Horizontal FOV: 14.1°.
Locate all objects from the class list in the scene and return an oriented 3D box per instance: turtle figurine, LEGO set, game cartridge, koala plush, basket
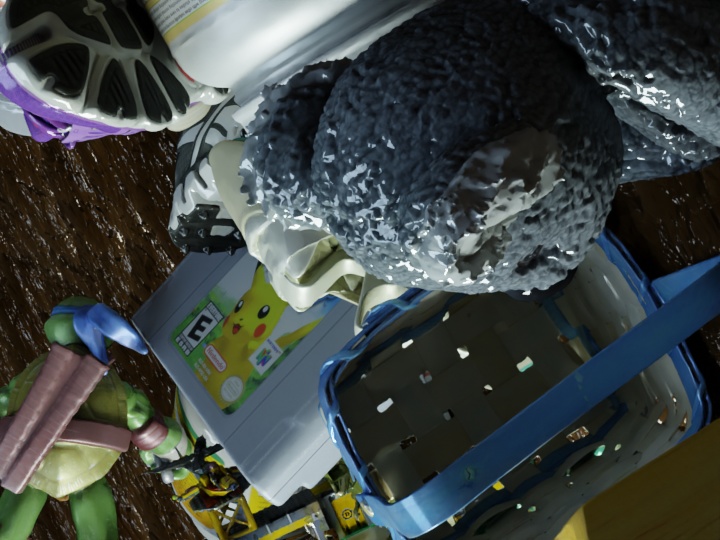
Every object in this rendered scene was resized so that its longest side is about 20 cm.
[{"bbox_3d":[-0.171,0.124,1.644,0.200,0.144,0.194,-20,59,47],"label":"turtle figurine"},{"bbox_3d":[-0.012,0.105,1.550,0.154,0.200,0.116,-112,-1,-70],"label":"LEGO set"},{"bbox_3d":[-0.040,0.026,1.547,0.040,0.133,0.200,45,-179,-36],"label":"game cartridge"},{"bbox_3d":[0.063,-0.063,1.039,0.177,0.200,0.184,29,146,57],"label":"koala plush"},{"bbox_3d":[0.073,0.055,1.259,0.139,0.176,0.200,56,170,1],"label":"basket"}]

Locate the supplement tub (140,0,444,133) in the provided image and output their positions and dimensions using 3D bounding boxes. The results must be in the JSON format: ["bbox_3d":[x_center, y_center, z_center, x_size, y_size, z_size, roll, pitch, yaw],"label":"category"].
[{"bbox_3d":[-0.041,-0.168,1.236,0.200,0.145,0.145,60,162,-2],"label":"supplement tub"}]

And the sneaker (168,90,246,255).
[{"bbox_3d":[-0.051,-0.084,1.509,0.200,0.066,0.091,138,131,-56],"label":"sneaker"}]

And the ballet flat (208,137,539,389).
[{"bbox_3d":[0.000,0.000,1.409,0.200,0.069,0.069,26,150,17],"label":"ballet flat"}]

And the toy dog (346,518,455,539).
[{"bbox_3d":[-0.007,0.228,1.685,0.200,0.194,0.140,-7,122,55],"label":"toy dog"}]

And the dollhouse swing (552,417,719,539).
[{"bbox_3d":[0.154,0.171,1.191,0.176,0.182,0.200,55,160,14],"label":"dollhouse swing"}]

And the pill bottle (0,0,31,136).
[{"bbox_3d":[-0.200,-0.179,1.682,0.112,0.112,0.200,41,155,43],"label":"pill bottle"}]

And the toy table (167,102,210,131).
[{"bbox_3d":[-0.095,-0.166,1.425,0.184,0.117,0.200,48,160,31],"label":"toy table"}]

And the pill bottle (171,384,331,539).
[{"bbox_3d":[-0.058,0.100,1.749,0.113,0.113,0.200,53,161,17],"label":"pill bottle"}]

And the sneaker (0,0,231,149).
[{"bbox_3d":[-0.118,-0.080,1.265,0.081,0.083,0.200,61,-166,6],"label":"sneaker"}]
